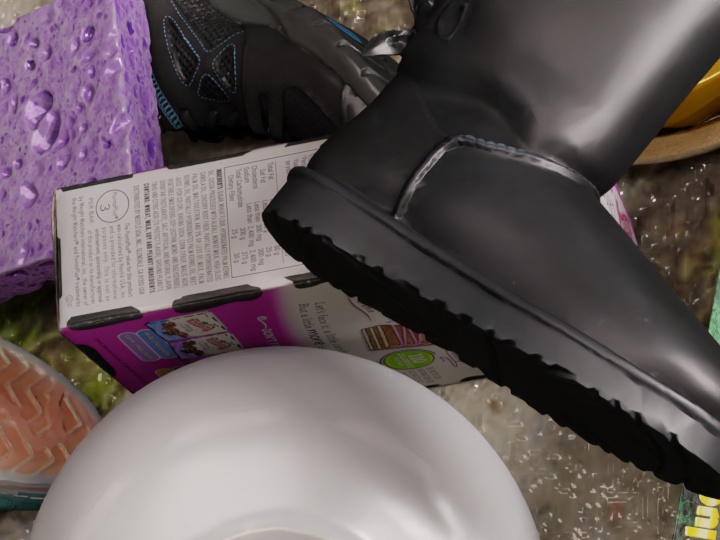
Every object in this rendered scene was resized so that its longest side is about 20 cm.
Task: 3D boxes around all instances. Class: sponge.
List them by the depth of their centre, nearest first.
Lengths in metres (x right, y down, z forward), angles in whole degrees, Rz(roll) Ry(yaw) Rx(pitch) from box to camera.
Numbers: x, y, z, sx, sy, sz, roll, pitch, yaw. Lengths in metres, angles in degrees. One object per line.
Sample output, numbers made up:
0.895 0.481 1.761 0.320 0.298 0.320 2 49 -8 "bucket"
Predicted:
-0.171 -0.037 0.977 0.199 0.030 0.112 -18 67 26 "sponge"

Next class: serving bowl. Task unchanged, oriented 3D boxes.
-0.028 0.130 0.836 0.199 0.066 0.201 0 93 0 "serving bowl"

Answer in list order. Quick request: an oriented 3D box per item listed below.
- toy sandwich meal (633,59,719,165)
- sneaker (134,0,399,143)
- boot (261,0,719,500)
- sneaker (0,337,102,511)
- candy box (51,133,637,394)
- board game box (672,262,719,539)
0.117 -0.139 0.941 0.204 0.070 0.206 -6 68 14 "toy sandwich meal"
-0.043 -0.078 0.973 0.200 0.073 0.082 37 96 32 "sneaker"
0.080 -0.038 0.766 0.198 0.073 0.163 31 77 23 "boot"
-0.201 0.066 0.962 0.199 0.080 0.072 14 50 2 "sneaker"
0.000 0.000 0.885 0.199 0.136 0.061 -10 68 12 "candy box"
0.132 0.075 0.835 0.023 0.105 0.201 8 71 15 "board game box"
